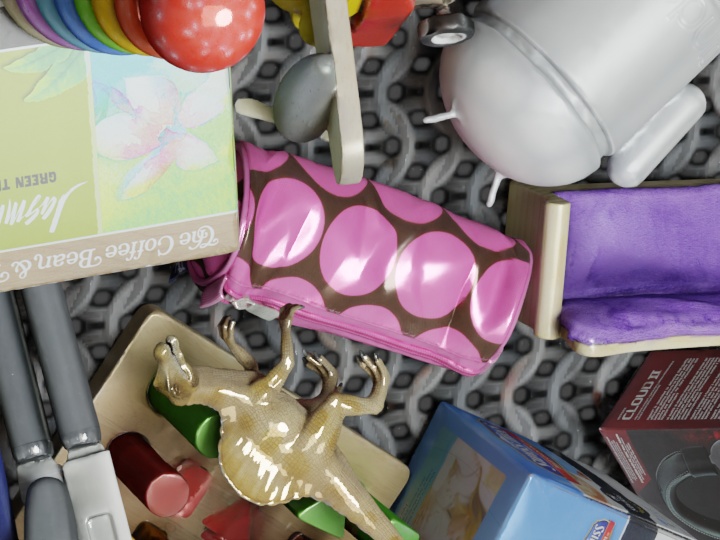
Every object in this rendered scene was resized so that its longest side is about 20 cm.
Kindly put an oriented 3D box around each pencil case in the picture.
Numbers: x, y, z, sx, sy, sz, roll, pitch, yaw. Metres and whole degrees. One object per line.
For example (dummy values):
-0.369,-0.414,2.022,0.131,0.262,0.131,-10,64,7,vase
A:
0.000,0.000,1.587,0.199,0.091,0.094,16,55,-25,pencil case

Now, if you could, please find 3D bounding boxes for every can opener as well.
-0.164,0.082,1.511,0.052,0.066,0.201,-15,81,2,can opener

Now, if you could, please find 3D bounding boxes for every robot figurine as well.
0.124,-0.127,1.589,0.200,0.113,0.170,-44,109,-6,robot figurine

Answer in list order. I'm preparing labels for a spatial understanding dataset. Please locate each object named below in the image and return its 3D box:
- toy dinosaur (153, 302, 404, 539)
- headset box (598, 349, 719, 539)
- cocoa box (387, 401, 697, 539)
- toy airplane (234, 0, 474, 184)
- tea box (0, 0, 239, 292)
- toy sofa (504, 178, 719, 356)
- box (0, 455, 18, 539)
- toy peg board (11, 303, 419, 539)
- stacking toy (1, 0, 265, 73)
-0.030,0.087,1.527,0.200,0.058,0.101,39,62,-15,toy dinosaur
0.248,0.123,1.688,0.077,0.199,0.149,-52,123,-36,headset box
0.076,0.203,1.657,0.131,0.133,0.201,24,96,-27,cocoa box
-0.027,-0.167,1.469,0.140,0.200,0.200,-10,120,9,toy airplane
-0.178,-0.102,1.450,0.199,0.134,0.198,-11,110,-21,tea box
0.188,-0.007,1.661,0.199,0.098,0.083,-3,106,-25,toy sofa
-0.243,0.118,1.478,0.121,0.032,0.201,-9,133,-4,box
-0.084,0.160,1.594,0.200,0.098,0.200,34,90,-28,toy peg board
-0.100,-0.126,1.289,0.085,0.200,0.086,-6,107,-22,stacking toy
